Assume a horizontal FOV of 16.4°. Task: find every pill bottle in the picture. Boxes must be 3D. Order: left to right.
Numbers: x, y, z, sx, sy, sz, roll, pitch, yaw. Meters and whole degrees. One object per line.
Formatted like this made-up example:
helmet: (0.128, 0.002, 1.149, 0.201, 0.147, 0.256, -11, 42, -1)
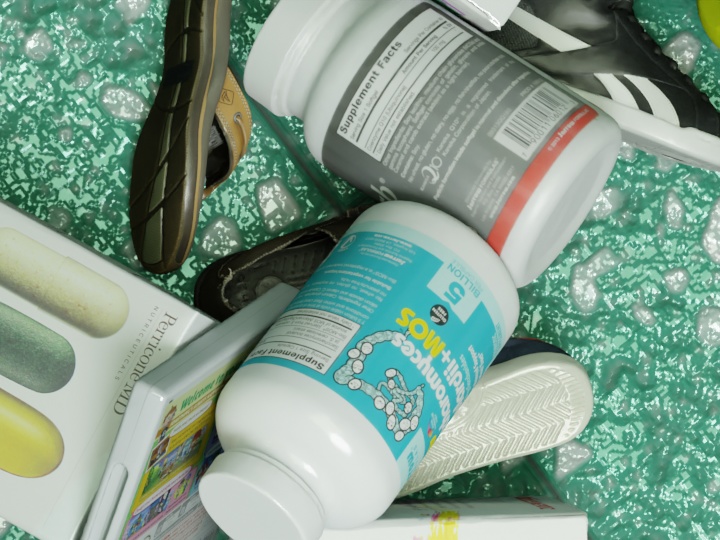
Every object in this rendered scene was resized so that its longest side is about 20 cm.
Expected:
pill bottle: (-0.005, 0.064, 1.365, 0.111, 0.111, 0.200, 39, 60, -3)
pill bottle: (0.040, -0.088, 1.437, 0.200, 0.116, 0.116, 34, 86, 14)

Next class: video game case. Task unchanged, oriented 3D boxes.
video game case: (-0.103, 0.112, 1.384, 0.022, 0.200, 0.182, 26, 112, 13)

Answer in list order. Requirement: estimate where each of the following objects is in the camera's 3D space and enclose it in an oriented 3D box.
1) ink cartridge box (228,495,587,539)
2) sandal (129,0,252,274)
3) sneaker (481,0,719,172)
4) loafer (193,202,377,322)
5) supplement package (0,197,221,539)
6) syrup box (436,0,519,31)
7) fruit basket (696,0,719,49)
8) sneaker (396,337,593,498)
ink cartridge box: (0.027, 0.209, 1.444, 0.199, 0.147, 0.146, -2, 89, -4)
sandal: (-0.092, -0.095, 1.486, 0.054, 0.082, 0.201, 13, 80, -26)
sneaker: (0.167, -0.135, 1.499, 0.200, 0.073, 0.112, 20, 89, -3)
loafer: (0.000, 0.000, 1.483, 0.200, 0.071, 0.073, -20, 91, -5)
supplement package: (-0.196, 0.049, 1.405, 0.200, 0.151, 0.152, 28, 87, 10)
syrup box: (0.096, -0.241, 1.425, 0.079, 0.081, 0.200, 33, 91, -11)
fruit basket: (0.233, -0.193, 1.471, 0.155, 0.216, 0.216, 16, 88, -5)
sneaker: (0.037, 0.084, 1.481, 0.199, 0.085, 0.075, -8, 106, 0)
